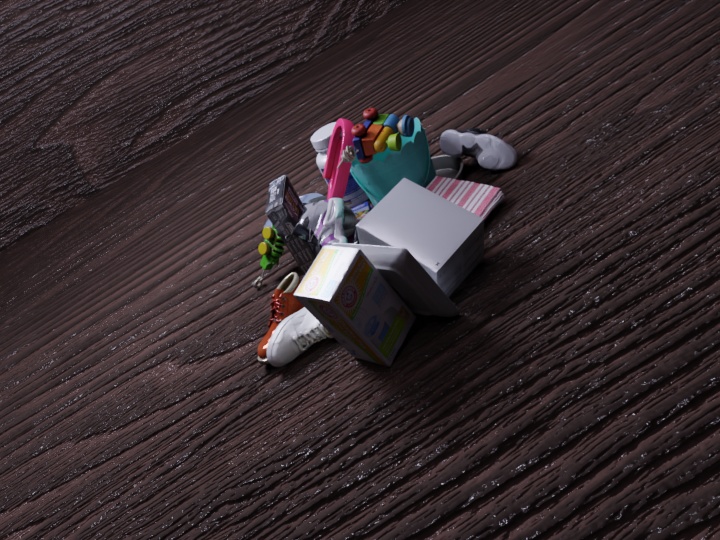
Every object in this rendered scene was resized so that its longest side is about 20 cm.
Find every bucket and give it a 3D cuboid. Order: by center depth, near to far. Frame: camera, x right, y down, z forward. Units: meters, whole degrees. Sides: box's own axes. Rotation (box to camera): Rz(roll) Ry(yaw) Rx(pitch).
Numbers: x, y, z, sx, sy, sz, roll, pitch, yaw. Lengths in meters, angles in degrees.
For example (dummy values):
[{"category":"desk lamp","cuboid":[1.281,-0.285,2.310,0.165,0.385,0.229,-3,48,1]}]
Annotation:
[{"category":"bucket","cuboid":[0.078,-0.253,1.577,0.203,0.136,0.209,-23,30,14]}]

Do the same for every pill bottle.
[{"category":"pill bottle","cuboid":[-0.049,-0.278,1.740,0.117,0.202,0.121,-21,30,13]}]

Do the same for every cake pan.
[{"category":"cake pan","cuboid":[0.164,-0.212,1.614,0.196,0.037,0.202,-22,31,14]}]

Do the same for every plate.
[{"category":"plate","cuboid":[0.058,0.024,1.201,0.197,0.200,0.033,8,61,47]}]

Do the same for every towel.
[{"category":"towel","cuboid":[0.201,-0.137,1.447,0.198,0.030,0.147,19,61,44]}]

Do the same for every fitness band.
[{"category":"fitness band","cuboid":[-0.050,-0.251,1.550,0.036,0.205,0.144,6,19,-16]}]

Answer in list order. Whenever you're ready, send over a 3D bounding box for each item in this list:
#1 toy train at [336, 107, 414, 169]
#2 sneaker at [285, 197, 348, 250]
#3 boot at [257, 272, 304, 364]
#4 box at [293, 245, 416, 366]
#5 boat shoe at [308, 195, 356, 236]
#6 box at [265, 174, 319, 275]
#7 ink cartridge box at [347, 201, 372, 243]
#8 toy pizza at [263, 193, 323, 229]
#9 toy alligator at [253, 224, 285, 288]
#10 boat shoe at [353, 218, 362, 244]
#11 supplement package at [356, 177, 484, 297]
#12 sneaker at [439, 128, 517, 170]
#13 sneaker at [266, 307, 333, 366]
[{"category":"toy train","cuboid":[0.038,-0.274,1.437,0.113,0.086,0.202,4,44,26]},{"category":"sneaker","cuboid":[-0.097,-0.065,1.453,0.136,0.078,0.204,-4,58,-4]},{"category":"boot","cuboid":[-0.167,0.098,1.378,0.074,0.108,0.202,-1,42,37]},{"category":"box","cuboid":[-0.007,0.063,1.170,0.100,0.201,0.114,7,56,46]},{"category":"boat shoe","cuboid":[-0.067,-0.121,1.596,0.073,0.066,0.201,-22,32,-23]},{"category":"box","cuboid":[-0.153,-0.104,1.571,0.049,0.202,0.159,-24,29,11]},{"category":"ink cartridge box","cuboid":[-0.024,-0.102,1.618,0.117,0.042,0.202,-23,29,13]},{"category":"toy pizza","cuboid":[-0.180,-0.145,1.830,0.196,0.032,0.202,-23,29,14]},{"category":"toy alligator","cuboid":[-0.212,-0.041,1.604,0.054,0.205,0.059,26,17,33]},{"category":"boat shoe","cuboid":[0.018,-0.039,1.406,0.073,0.063,0.202,-18,35,13]},{"category":"supplement package","cuboid":[0.117,-0.057,1.277,0.198,0.112,0.156,32,63,29]},{"category":"sneaker","cuboid":[0.296,-0.298,1.583,0.197,0.077,0.113,22,27,28]},{"category":"sneaker","cuboid":[-0.091,0.118,1.310,0.114,0.075,0.200,6,45,51]}]
